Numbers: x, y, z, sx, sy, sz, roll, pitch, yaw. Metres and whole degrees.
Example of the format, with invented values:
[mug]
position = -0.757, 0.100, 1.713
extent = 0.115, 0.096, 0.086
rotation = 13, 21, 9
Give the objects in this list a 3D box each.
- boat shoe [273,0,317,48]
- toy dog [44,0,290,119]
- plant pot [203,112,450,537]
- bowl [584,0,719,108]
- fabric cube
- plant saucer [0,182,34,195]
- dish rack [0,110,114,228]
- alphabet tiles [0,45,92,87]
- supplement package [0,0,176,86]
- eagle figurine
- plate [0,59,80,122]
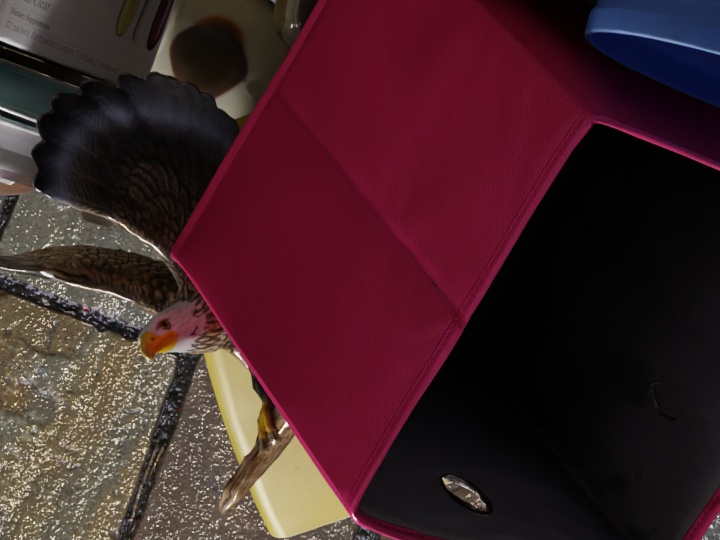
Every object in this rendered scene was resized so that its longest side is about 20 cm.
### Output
[boat shoe]
position = 0.029, -0.125, 1.304
extent = 0.066, 0.072, 0.201
rotation = 27, -179, 40
[toy dog]
position = -0.106, -0.135, 1.369
extent = 0.200, 0.140, 0.194
rotation = 30, -162, -4
[plant pot]
position = 0.000, 0.000, 1.261
extent = 0.200, 0.199, 0.177
rotation = -91, -23, -50
[bowl]
position = 0.186, -0.075, 0.838
extent = 0.200, 0.040, 0.201
rotation = 20, -179, 0
[fabric cube]
position = 0.069, -0.008, 0.965
extent = 0.196, 0.200, 0.199
rotation = 17, -158, -38
[plant saucer]
position = -0.266, -0.099, 1.342
extent = 0.200, 0.035, 0.200
rotation = 26, -165, -7
[dish rack]
position = -0.211, -0.071, 1.159
extent = 0.171, 0.044, 0.200
rotation = 20, -178, 42
[alphabet tiles]
position = -0.225, -0.130, 1.183
extent = 0.199, 0.008, 0.167
rotation = 19, -179, -10
[supplement package]
position = -0.196, -0.180, 1.141
extent = 0.155, 0.111, 0.200
rotation = 20, -178, 16
[eagle figurine]
position = -0.091, 0.003, 1.102
extent = 0.200, 0.152, 0.151
rotation = 44, 176, 4
[plate]
position = -0.206, -0.105, 1.154
extent = 0.199, 0.026, 0.200
rotation = 21, -178, -1
